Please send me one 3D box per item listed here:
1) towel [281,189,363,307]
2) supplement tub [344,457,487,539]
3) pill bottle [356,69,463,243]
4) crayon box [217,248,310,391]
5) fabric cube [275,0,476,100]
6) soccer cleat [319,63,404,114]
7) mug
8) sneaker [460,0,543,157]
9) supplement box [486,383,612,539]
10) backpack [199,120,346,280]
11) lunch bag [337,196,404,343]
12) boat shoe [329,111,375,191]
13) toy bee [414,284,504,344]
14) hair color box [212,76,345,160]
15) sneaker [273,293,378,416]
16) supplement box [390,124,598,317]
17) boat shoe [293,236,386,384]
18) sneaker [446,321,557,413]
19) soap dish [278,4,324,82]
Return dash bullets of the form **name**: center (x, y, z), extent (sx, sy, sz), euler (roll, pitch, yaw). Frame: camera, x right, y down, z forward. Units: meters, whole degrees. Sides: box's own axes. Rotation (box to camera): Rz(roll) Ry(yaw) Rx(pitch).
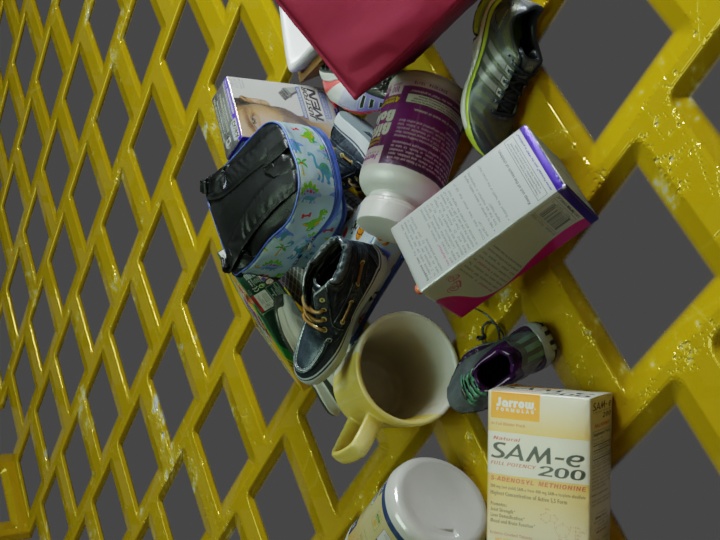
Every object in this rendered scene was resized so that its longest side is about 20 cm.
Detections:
- **towel**: center (-0.058, -0.027, 1.671), extent (0.165, 0.085, 0.202), euler (36, 120, 52)
- **supplement tub**: center (0.062, 0.353, 1.431), extent (0.201, 0.143, 0.145), euler (-58, 45, 39)
- **pill bottle**: center (0.062, -0.141, 1.397), extent (0.112, 0.112, 0.202), euler (-11, 57, 57)
- **crayon box**: center (-0.138, 0.067, 1.739), extent (0.200, 0.058, 0.174), euler (47, 164, 50)
- **fabric cube**: center (0.033, -0.362, 1.324), extent (0.199, 0.200, 0.197), euler (-38, 94, 35)
- **soccer cleat**: center (0.014, -0.255, 1.589), extent (0.199, 0.068, 0.074), euler (26, 138, 49)
- **mug**: center (0.020, 0.153, 1.478), extent (0.151, 0.185, 0.153), euler (64, 152, 5)
- **sneaker**: center (0.173, -0.232, 1.321), extent (0.081, 0.073, 0.203), euler (14, 104, 53)
- **supplement box**: center (0.209, 0.233, 1.226), extent (0.125, 0.073, 0.203), euler (0, 91, 32)
- **backpack**: center (-0.107, -0.104, 1.544), extent (0.200, 0.146, 0.185), euler (-44, 55, 40)
- **lunch bag**: center (0.000, 0.000, 1.516), extent (0.201, 0.075, 0.160), euler (-61, 18, 13)
- **boat shoe**: center (0.012, -0.141, 1.565), extent (0.200, 0.070, 0.092), euler (50, 124, 45)
- **toy bee**: center (0.117, -0.007, 1.376), extent (0.131, 0.108, 0.201), euler (-54, 47, 40)
- **hair color box**: center (-0.113, -0.220, 1.648), extent (0.065, 0.198, 0.110), euler (-46, 53, 48)
- **sneaker**: center (-0.039, 0.102, 1.600), extent (0.202, 0.114, 0.076), euler (60, -171, -16)
- **supplement box**: center (0.150, -0.052, 1.254), extent (0.199, 0.101, 0.104), euler (-38, 54, 16)
- **boat shoe**: center (-0.049, 0.048, 1.398), extent (0.071, 0.090, 0.202), euler (34, 101, 38)
- **sneaker**: center (0.146, 0.125, 1.336), extent (0.075, 0.087, 0.200), euler (59, 139, 13)
- **soap dish**: center (-0.060, -0.406, 1.664), extent (0.157, 0.080, 0.203), euler (-31, 65, 59)
